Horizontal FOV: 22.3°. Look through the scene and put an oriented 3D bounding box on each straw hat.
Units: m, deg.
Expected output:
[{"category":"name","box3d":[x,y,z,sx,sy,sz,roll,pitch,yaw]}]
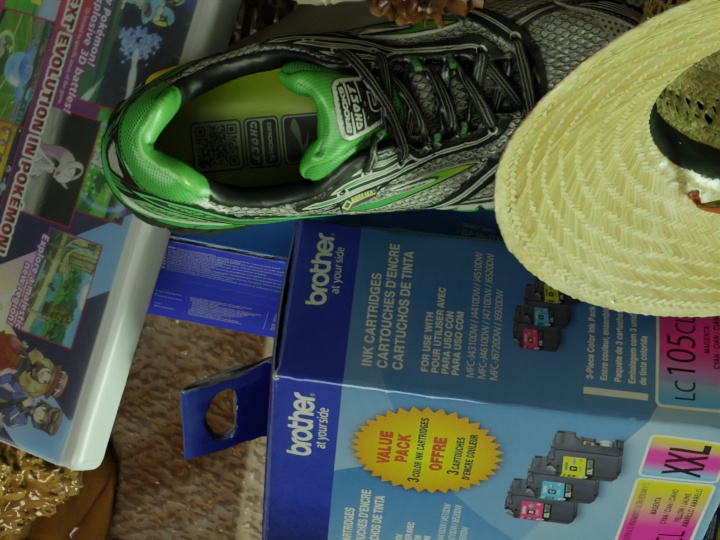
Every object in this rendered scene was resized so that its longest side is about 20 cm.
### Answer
[{"category":"straw hat","box3d":[0.135,-0.066,0.586,0.201,0.085,0.201,-5,149,-3]}]

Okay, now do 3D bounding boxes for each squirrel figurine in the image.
[{"category":"squirrel figurine","box3d":[-0.202,0.111,0.859,0.141,0.187,0.200,27,128,2]}]

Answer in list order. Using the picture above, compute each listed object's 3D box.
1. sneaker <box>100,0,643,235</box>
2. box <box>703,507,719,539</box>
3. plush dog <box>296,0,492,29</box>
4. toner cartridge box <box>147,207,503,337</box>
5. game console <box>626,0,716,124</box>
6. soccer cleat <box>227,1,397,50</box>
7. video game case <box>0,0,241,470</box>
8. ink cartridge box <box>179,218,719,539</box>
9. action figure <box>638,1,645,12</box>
[{"category":"sneaker","box3d":[0.012,-0.049,0.620,0.200,0.085,0.078,-14,95,-5]},{"category":"box","box3d":[0.118,0.189,0.783,0.064,0.200,0.070,-3,121,22]},{"category":"plush dog","box3d":[-0.016,-0.152,0.618,0.200,0.172,0.161,27,126,3]},{"category":"toner cartridge box","box3d":[0.000,0.000,0.744,0.200,0.043,0.095,11,158,-5]},{"category":"game console","box3d":[0.187,-0.085,0.688,0.176,0.116,0.200,43,133,28]},{"category":"soccer cleat","box3d":[-0.025,-0.074,0.749,0.200,0.078,0.069,-11,129,49]},{"category":"video game case","box3d":[-0.149,-0.047,0.701,0.182,0.023,0.200,19,93,23]},{"category":"ink cartridge box","box3d":[0.035,0.055,0.695,0.200,0.076,0.136,8,143,2]},{"category":"action figure","box3d":[0.130,-0.148,0.601,0.065,0.052,0.200,43,136,23]}]
